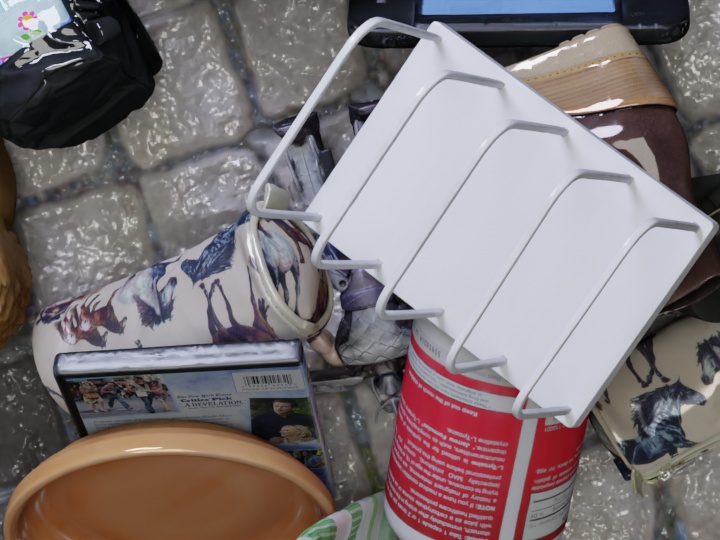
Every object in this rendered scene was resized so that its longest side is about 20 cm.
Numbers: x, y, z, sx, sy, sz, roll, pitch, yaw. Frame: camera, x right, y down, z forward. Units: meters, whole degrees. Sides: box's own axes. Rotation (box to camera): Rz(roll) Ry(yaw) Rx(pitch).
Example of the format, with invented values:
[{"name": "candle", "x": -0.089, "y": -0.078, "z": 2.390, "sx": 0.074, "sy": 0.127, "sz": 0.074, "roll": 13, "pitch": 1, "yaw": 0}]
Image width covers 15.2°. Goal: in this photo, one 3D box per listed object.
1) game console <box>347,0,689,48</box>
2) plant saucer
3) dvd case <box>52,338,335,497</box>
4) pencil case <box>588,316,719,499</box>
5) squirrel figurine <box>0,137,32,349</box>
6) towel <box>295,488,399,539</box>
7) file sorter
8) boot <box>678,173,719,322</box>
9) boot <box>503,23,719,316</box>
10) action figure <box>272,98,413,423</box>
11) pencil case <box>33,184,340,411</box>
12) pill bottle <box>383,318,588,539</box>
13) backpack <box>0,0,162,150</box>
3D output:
[{"name": "game console", "x": 0.093, "y": -0.220, "z": 1.601, "sx": 0.200, "sy": 0.176, "sz": 0.117, "roll": -1, "pitch": 123, "yaw": 4}, {"name": "plant saucer", "x": -0.113, "y": 0.145, "z": 1.624, "sx": 0.200, "sy": 0.200, "sz": 0.037, "roll": -5, "pitch": 55, "yaw": 4}, {"name": "dvd case", "x": -0.095, "y": 0.094, "z": 1.605, "sx": 0.142, "sy": 0.200, "sz": 0.018, "roll": -3, "pitch": 62, "yaw": 4}, {"name": "pencil case", "x": 0.234, "y": 0.059, "z": 1.629, "sx": 0.200, "sy": 0.078, "sz": 0.090, "roll": -25, "pitch": 76, "yaw": 5}, {"name": "squirrel figurine", "x": -0.302, "y": -0.005, "z": 1.632, "sx": 0.187, "sy": 0.142, "sz": 0.200, "roll": -26, "pitch": 86, "yaw": 13}, {"name": "towel", "x": -0.016, "y": 0.216, "z": 1.600, "sx": 0.023, "sy": 0.200, "sz": 0.153, "roll": 9, "pitch": 97, "yaw": 18}, {"name": "file sorter", "x": 0.062, "y": -0.027, "z": 1.459, "sx": 0.200, "sy": 0.125, "sz": 0.139, "roll": 38, "pitch": 102, "yaw": 17}, {"name": "boot", "x": 0.220, "y": -0.046, "z": 1.628, "sx": 0.200, "sy": 0.138, "sz": 0.078, "roll": -25, "pitch": 116, "yaw": -32}, {"name": "boot", "x": 0.098, "y": -0.032, "z": 1.540, "sx": 0.200, "sy": 0.072, "sz": 0.167, "roll": -24, "pitch": 73, "yaw": 23}, {"name": "action figure", "x": 0.000, "y": 0.000, "z": 1.647, "sx": 0.130, "sy": 0.069, "sz": 0.200, "roll": -14, "pitch": 98, "yaw": -4}, {"name": "pencil case", "x": -0.108, "y": 0.026, "z": 1.607, "sx": 0.200, "sy": 0.078, "sz": 0.090, "roll": -24, "pitch": 56, "yaw": 33}, {"name": "pill bottle", "x": 0.075, "y": 0.106, "z": 1.609, "sx": 0.112, "sy": 0.112, "sz": 0.200, "roll": 11, "pitch": 116, "yaw": 3}, {"name": "backpack", "x": -0.218, "y": -0.175, "z": 1.604, "sx": 0.127, "sy": 0.167, "sz": 0.200, "roll": -32, "pitch": 80, "yaw": -3}]
